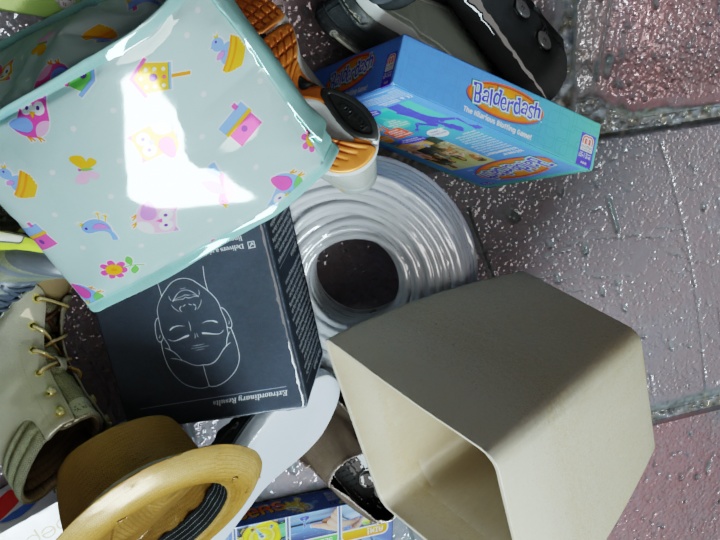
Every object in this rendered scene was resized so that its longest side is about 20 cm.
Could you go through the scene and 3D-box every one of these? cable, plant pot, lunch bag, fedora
[{"bbox_3d":[0.000,0.000,1.005,0.200,0.069,0.200,17,110,5],"label":"cable"},{"bbox_3d":[0.120,0.118,0.930,0.177,0.200,0.200,-34,129,-21],"label":"plant pot"},{"bbox_3d":[-0.136,-0.094,0.762,0.200,0.122,0.170,-25,125,17],"label":"lunch bag"},{"bbox_3d":[-0.171,0.169,0.888,0.200,0.082,0.201,-27,154,-14],"label":"fedora"}]

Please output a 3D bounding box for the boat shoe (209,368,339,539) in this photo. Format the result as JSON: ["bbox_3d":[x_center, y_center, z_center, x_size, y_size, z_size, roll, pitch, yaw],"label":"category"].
[{"bbox_3d":[-0.101,0.154,0.998,0.200,0.057,0.069,-49,139,-3],"label":"boat shoe"}]

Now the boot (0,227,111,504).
[{"bbox_3d":[-0.240,0.062,0.916,0.200,0.155,0.072,-55,145,8],"label":"boot"}]

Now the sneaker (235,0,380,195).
[{"bbox_3d":[-0.058,-0.132,0.931,0.076,0.200,0.092,-35,159,-8],"label":"sneaker"}]

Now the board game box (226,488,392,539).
[{"bbox_3d":[-0.066,0.287,1.151,0.200,0.034,0.136,-7,113,-20],"label":"board game box"}]

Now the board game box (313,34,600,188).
[{"bbox_3d":[0.074,-0.126,0.981,0.200,0.152,0.045,19,78,-28],"label":"board game box"}]

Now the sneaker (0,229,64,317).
[{"bbox_3d":[-0.285,0.020,0.877,0.074,0.200,0.081,11,69,-61],"label":"sneaker"}]

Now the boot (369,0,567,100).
[{"bbox_3d":[0.094,-0.206,0.971,0.200,0.066,0.165,50,45,-31],"label":"boot"}]

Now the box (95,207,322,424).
[{"bbox_3d":[-0.125,0.010,0.934,0.148,0.107,0.200,-9,107,9],"label":"box"}]

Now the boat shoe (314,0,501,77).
[{"bbox_3d":[0.047,-0.191,0.999,0.060,0.076,0.200,-29,138,34],"label":"boat shoe"}]

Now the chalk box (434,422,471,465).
[{"bbox_3d":[0.102,0.120,1.107,0.124,0.124,0.200,-12,115,-18],"label":"chalk box"}]

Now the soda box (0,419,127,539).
[{"bbox_3d":[-0.254,0.205,1.021,0.200,0.068,0.064,-28,119,-11],"label":"soda box"}]

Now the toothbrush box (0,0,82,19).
[{"bbox_3d":[-0.291,-0.232,0.790,0.200,0.146,0.086,3,109,-23],"label":"toothbrush box"}]

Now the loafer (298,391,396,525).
[{"bbox_3d":[-0.022,0.157,1.083,0.200,0.071,0.073,44,89,-14],"label":"loafer"}]
